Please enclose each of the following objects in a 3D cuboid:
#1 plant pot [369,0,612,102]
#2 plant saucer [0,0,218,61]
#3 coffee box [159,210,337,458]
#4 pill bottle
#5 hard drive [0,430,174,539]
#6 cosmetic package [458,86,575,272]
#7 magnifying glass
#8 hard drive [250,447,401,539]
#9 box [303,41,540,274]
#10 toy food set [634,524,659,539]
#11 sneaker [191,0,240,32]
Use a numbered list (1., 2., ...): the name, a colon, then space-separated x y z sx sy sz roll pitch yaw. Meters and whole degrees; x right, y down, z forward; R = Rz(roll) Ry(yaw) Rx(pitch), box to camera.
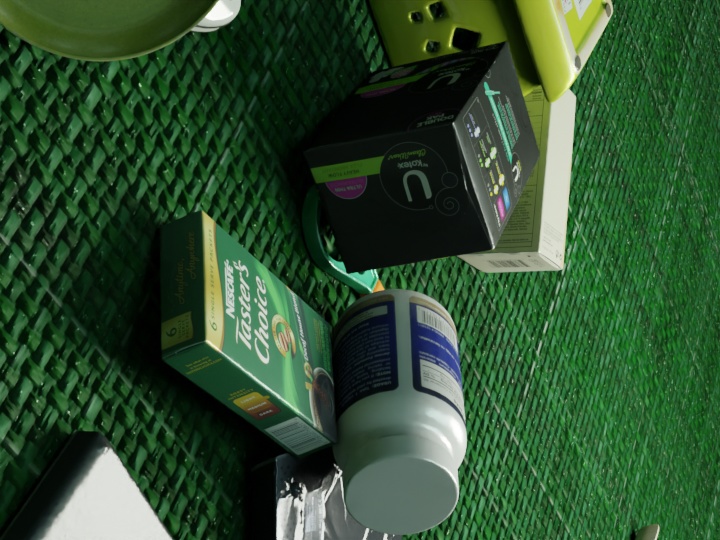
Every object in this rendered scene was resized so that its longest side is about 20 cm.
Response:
1. plant pot: 0.138 -0.277 1.337 0.199 0.180 0.201 -55 132 -43
2. plant saucer: -0.174 -0.240 0.873 0.198 0.031 0.202 -3 102 -15
3. coffee box: -0.085 0.054 1.048 0.200 0.044 0.124 45 31 -47
4. pill bottle: 0.032 0.119 1.139 0.201 0.115 0.116 -90 157 -52
5. hard drive: -0.200 0.228 0.894 0.201 0.033 0.140 -59 135 -41
6. cosmetic package: 0.170 -0.104 1.450 0.073 0.103 0.202 29 65 -55
7. magnifying glass: 0.000 0.000 1.244 0.201 0.022 0.080 61 40 -37
8. hard drive: -0.028 0.217 1.163 0.199 0.042 0.136 5 84 -57
9. box: 0.062 -0.105 1.206 0.125 0.147 0.200 69 28 -23
10. toy food set: 0.408 0.470 1.835 0.144 0.060 0.201 -57 134 -43
11. sneaker: -0.123 -0.243 0.971 0.200 0.115 0.076 39 56 -51
